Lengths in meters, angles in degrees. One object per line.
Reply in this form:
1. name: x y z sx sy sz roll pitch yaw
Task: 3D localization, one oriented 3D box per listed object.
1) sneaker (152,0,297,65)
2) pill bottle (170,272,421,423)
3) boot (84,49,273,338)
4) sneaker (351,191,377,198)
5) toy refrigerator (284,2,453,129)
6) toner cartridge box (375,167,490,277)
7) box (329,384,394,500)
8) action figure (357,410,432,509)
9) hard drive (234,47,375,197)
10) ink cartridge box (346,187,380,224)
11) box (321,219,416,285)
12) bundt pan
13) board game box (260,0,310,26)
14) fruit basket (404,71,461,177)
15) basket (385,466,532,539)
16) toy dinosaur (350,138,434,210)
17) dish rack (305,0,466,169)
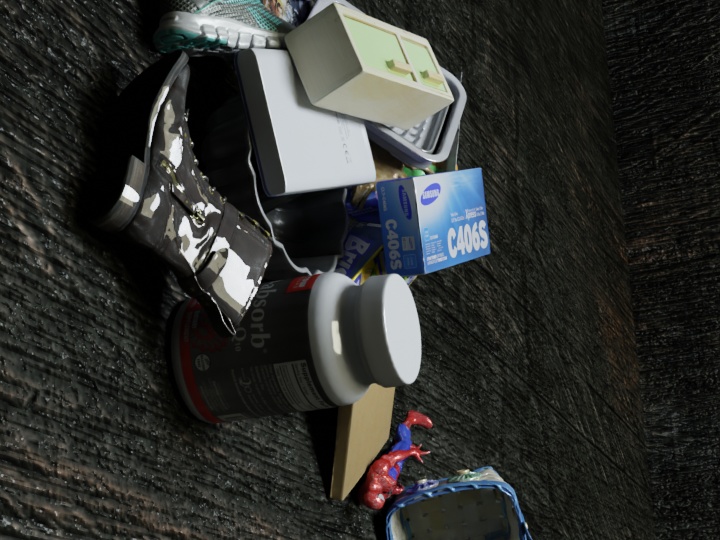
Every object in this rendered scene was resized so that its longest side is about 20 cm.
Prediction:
1. sneaker: -0.119 -0.246 1.367 0.199 0.077 0.092 0 83 -60
2. pill bottle: -0.054 0.064 1.265 0.116 0.198 0.117 -10 90 -70
3. boot: -0.139 -0.064 1.224 0.174 0.069 0.202 38 54 -35
4. sneaker: -0.035 -0.115 1.615 0.100 0.074 0.200 65 18 13
5. toy refrigerator: 0.015 -0.198 1.424 0.199 0.070 0.077 6 58 -62
6. toner cartridge box: 0.078 -0.051 1.484 0.200 0.043 0.096 -17 100 -65
7. box: 0.009 0.123 1.564 0.163 0.021 0.202 -44 144 -63
8. action figure: 0.039 0.222 1.648 0.066 0.051 0.200 -61 171 23
9. hard drive: -0.049 -0.142 1.391 0.200 0.025 0.133 -14 91 -65
10. ink cartridge box: 0.000 0.000 1.571 0.099 0.039 0.202 -21 119 -62
11. box: -0.027 0.035 1.437 0.200 0.070 0.065 -48 130 -35
12. bundt pan: -0.089 -0.083 1.402 0.202 0.075 0.204 42 42 -53
13. board game box: -0.106 -0.287 1.517 0.200 0.034 0.137 42 43 -60
14. fruit basket: 0.073 -0.111 1.745 0.093 0.185 0.201 27 48 -19
15. basket: 0.105 0.309 1.640 0.200 0.174 0.140 -98 173 -70
16. toy dinosaur: 0.035 -0.119 1.574 0.101 0.058 0.201 43 28 -20
17. dish rack: 0.014 -0.197 1.569 0.199 0.044 0.172 32 39 -9
